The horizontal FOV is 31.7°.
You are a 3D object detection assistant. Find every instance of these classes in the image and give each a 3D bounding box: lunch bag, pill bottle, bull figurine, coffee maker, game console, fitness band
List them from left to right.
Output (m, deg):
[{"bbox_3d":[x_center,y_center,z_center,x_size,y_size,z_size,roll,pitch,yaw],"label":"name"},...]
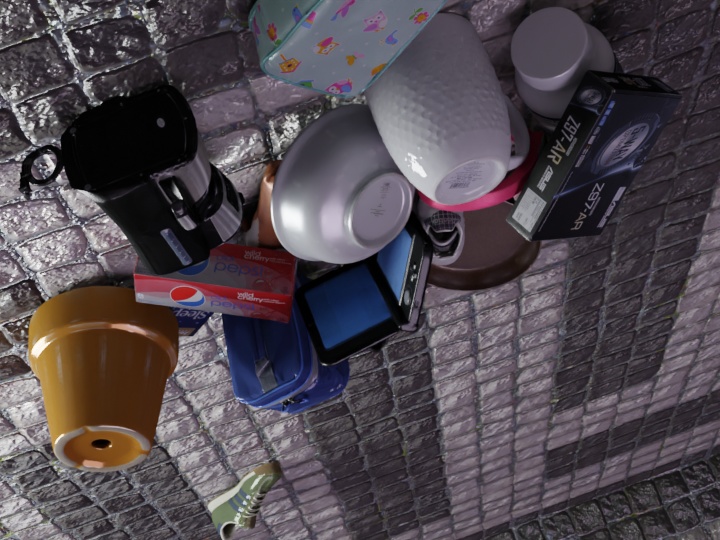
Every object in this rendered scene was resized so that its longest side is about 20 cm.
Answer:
[{"bbox_3d":[-0.243,-0.094,1.404,0.190,0.136,0.200,0,155,11],"label":"coffee maker"},{"bbox_3d":[-0.111,0.103,1.756,0.135,0.202,0.132,-29,150,28],"label":"lunch bag"},{"bbox_3d":[-0.089,-0.075,1.593,0.120,0.066,0.201,-14,155,-21],"label":"bull figurine"},{"bbox_3d":[-0.009,-0.265,1.278,0.159,0.078,0.200,5,144,-44],"label":"lunch bag"},{"bbox_3d":[0.000,0.000,1.596,0.115,0.200,0.178,3,117,-17],"label":"game console"},{"bbox_3d":[0.144,-0.130,1.521,0.142,0.201,0.038,6,126,18],"label":"fitness band"},{"bbox_3d":[0.247,-0.222,1.491,0.119,0.121,0.200,-27,153,14],"label":"pill bottle"}]

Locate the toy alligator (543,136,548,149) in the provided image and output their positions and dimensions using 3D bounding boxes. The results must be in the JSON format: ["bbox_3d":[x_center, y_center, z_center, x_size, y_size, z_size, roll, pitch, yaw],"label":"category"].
[{"bbox_3d":[0.238,-0.148,1.631,0.054,0.200,0.060,12,111,7],"label":"toy alligator"}]

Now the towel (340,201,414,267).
[{"bbox_3d":[0.034,-0.041,1.772,0.147,0.037,0.201,-20,153,-4],"label":"towel"}]

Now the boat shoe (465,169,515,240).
[{"bbox_3d":[0.176,-0.084,1.756,0.199,0.069,0.074,-33,152,35],"label":"boat shoe"}]

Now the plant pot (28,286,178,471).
[{"bbox_3d":[-0.335,0.152,1.660,0.197,0.185,0.201,-5,145,-4],"label":"plant pot"}]

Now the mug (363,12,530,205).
[{"bbox_3d":[0.112,-0.169,1.430,0.198,0.177,0.148,3,146,-39],"label":"mug"}]

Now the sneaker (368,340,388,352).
[{"bbox_3d":[-0.007,0.096,1.941,0.073,0.088,0.200,6,144,-42],"label":"sneaker"}]

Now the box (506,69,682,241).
[{"bbox_3d":[0.269,-0.130,1.465,0.159,0.044,0.201,-5,130,-49],"label":"box"}]

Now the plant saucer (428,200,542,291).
[{"bbox_3d":[0.145,-0.044,1.714,0.197,0.032,0.201,2,142,1],"label":"plant saucer"}]

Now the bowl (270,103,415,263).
[{"bbox_3d":[-0.001,-0.086,1.498,0.200,0.090,0.203,-24,130,-32],"label":"bowl"}]

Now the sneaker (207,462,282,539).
[{"bbox_3d":[-0.215,0.457,2.467,0.200,0.091,0.067,-38,148,30],"label":"sneaker"}]

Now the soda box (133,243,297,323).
[{"bbox_3d":[-0.180,0.009,1.589,0.197,0.071,0.064,7,144,-1],"label":"soda box"}]

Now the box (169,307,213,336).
[{"bbox_3d":[-0.252,0.044,1.736,0.120,0.033,0.200,3,146,-39],"label":"box"}]

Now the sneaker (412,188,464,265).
[{"bbox_3d":[0.100,-0.045,1.611,0.075,0.081,0.200,-10,155,3],"label":"sneaker"}]
